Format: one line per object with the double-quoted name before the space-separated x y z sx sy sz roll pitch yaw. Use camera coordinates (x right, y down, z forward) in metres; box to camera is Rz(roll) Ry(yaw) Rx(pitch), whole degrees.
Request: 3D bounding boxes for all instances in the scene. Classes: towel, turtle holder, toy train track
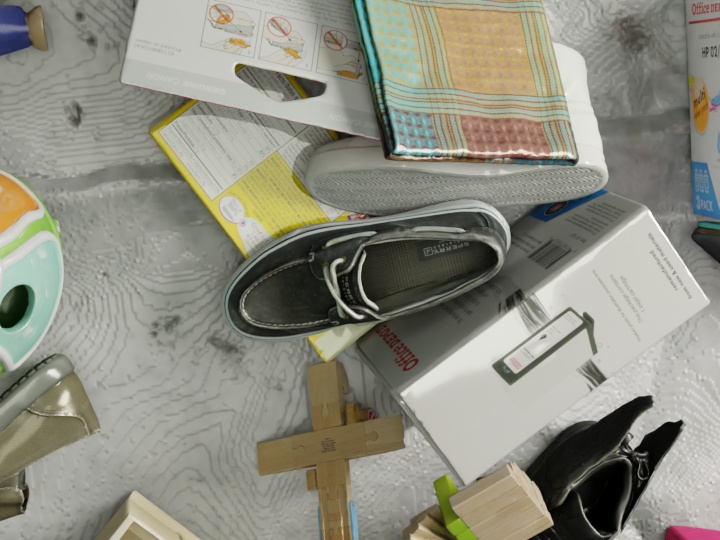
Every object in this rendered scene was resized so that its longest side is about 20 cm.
"towel" 0.061 -0.161 1.090 0.147 0.022 0.200 -1 67 -27
"turtle holder" -0.273 0.019 1.081 0.141 0.132 0.186 44 89 -11
"toy train track" -0.011 0.163 1.157 0.115 0.033 0.200 -14 71 27

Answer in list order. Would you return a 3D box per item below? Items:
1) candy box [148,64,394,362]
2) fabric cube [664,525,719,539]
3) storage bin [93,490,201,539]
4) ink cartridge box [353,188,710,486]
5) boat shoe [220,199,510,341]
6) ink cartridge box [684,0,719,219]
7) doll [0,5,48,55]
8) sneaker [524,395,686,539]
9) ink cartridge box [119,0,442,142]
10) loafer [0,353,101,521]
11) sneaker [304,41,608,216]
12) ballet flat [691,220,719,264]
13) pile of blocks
"candy box" -0.044 -0.046 1.159 0.102 0.026 0.200 -38 100 -7
"fabric cube" 0.313 0.304 1.160 0.200 0.199 0.196 10 94 -9
"storage bin" -0.141 0.290 1.149 0.199 0.094 0.200 39 90 -10
"ink cartridge box" 0.108 0.036 1.128 0.200 0.146 0.084 -37 105 -2
"boat shoe" 0.000 0.000 1.110 0.200 0.071 0.072 -19 102 8
"ink cartridge box" 0.270 -0.135 1.148 0.068 0.115 0.200 -4 96 -8
"doll" -0.307 -0.160 1.099 0.200 0.048 0.137 -7 96 -7
"sneaker" 0.139 0.166 1.168 0.060 0.104 0.200 39 90 -11
"ink cartridge box" -0.048 -0.161 1.094 0.200 0.044 0.174 12 62 -9
"loafer" -0.253 0.143 1.126 0.200 0.075 0.070 -43 96 -2
"sneaker" 0.060 -0.102 1.143 0.200 0.074 0.116 -3 66 -3
"ballet flat" 0.329 0.004 1.197 0.200 0.073 0.073 3 96 -10
"pile of blocks" 0.047 0.194 1.160 0.082 0.062 0.200 25 115 -25
